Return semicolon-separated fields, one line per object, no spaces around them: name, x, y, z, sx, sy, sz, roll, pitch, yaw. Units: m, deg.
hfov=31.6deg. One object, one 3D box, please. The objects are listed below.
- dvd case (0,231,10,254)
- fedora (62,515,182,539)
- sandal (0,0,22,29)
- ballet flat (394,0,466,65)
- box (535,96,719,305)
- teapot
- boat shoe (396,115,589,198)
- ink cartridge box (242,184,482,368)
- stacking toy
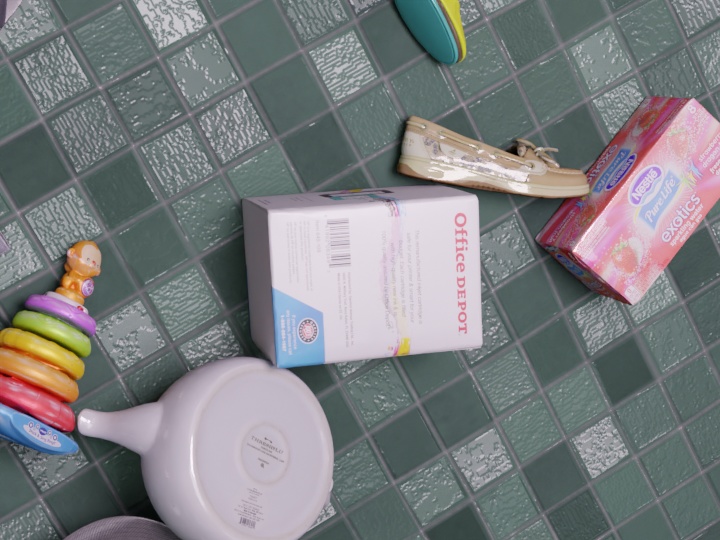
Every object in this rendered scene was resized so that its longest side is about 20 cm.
dvd case;-0.435;-0.066;1.149;0.149;0.016;0.200;-31;105;0
fedora;-0.233;0.313;1.231;0.177;0.090;0.200;35;95;-15
sandal;-0.347;-0.238;1.143;0.076;0.043;0.200;22;92;-17
ballet flat;0.050;-0.294;1.236;0.200;0.067;0.067;48;66;-15
box;0.289;-0.074;1.310;0.095;0.103;0.200;39;88;-17
teapot;-0.130;0.179;1.201;0.197;0.146;0.200;-29;99;-42
boat shoe;0.138;-0.110;1.279;0.200;0.073;0.063;8;93;-14
ink cartridge box;0.000;0.000;1.219;0.200;0.146;0.147;-5;99;-14
stacking toy;-0.288;0.062;1.183;0.116;0.110;0.200;42;64;-47
